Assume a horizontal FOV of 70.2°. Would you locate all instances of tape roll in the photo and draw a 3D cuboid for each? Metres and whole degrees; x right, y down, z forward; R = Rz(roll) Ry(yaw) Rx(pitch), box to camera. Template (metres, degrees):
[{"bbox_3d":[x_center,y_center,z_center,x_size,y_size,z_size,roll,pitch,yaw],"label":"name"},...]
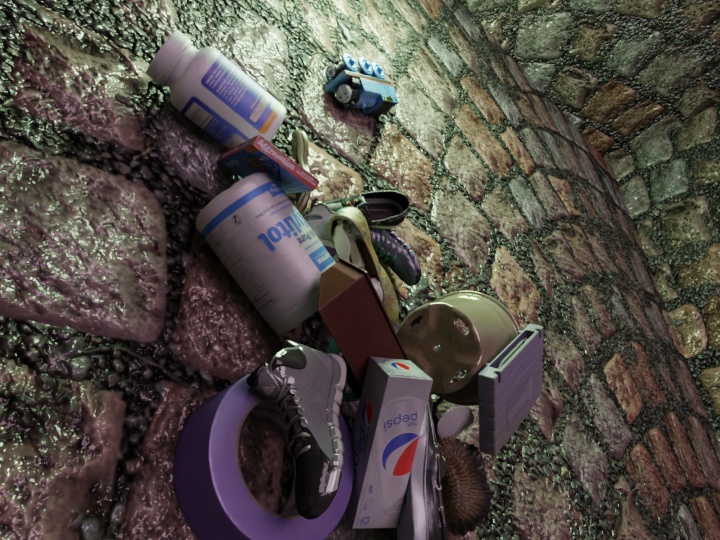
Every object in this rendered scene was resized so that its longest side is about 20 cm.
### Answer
[{"bbox_3d":[-0.108,0.225,0.606,0.199,0.085,0.201,27,46,-32],"label":"tape roll"}]

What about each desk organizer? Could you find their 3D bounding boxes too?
[{"bbox_3d":[-0.001,0.090,0.681,0.077,0.072,0.201,-36,122,-17],"label":"desk organizer"}]

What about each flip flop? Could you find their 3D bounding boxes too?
[{"bbox_3d":[-0.118,-0.165,0.889,0.057,0.081,0.201,4,60,-18],"label":"flip flop"}]

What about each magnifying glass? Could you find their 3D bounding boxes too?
[{"bbox_3d":[-0.026,0.097,0.783,0.022,0.079,0.201,87,-4,-74],"label":"magnifying glass"}]

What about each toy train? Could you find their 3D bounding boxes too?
[{"bbox_3d":[0.002,-0.430,1.199,0.200,0.086,0.115,-13,80,-51],"label":"toy train"}]

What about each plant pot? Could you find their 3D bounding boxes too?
[{"bbox_3d":[0.148,0.123,0.825,0.183,0.200,0.201,18,49,-63],"label":"plant pot"}]

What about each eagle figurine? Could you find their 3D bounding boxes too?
[{"bbox_3d":[0.108,0.296,0.753,0.151,0.151,0.201,58,21,-65],"label":"eagle figurine"}]

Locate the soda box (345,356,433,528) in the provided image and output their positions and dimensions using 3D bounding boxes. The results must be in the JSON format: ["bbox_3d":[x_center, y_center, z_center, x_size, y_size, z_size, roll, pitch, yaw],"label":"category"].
[{"bbox_3d":[0.029,0.216,0.646,0.063,0.068,0.201,10,97,-21],"label":"soda box"}]

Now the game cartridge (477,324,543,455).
[{"bbox_3d":[0.232,0.177,0.784,0.200,0.038,0.130,-24,119,-49],"label":"game cartridge"}]

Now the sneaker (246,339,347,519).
[{"bbox_3d":[-0.080,0.161,0.566,0.115,0.075,0.201,31,34,-23],"label":"sneaker"}]

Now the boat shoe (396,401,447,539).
[{"bbox_3d":[0.080,0.260,0.662,0.056,0.069,0.201,10,67,-18],"label":"boat shoe"}]

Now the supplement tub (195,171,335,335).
[{"bbox_3d":[-0.125,-0.025,0.728,0.200,0.132,0.132,53,37,-4],"label":"supplement tub"}]

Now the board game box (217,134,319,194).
[{"bbox_3d":[-0.143,-0.150,0.763,0.103,0.200,0.020,34,79,-27],"label":"board game box"}]

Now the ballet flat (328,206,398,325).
[{"bbox_3d":[0.000,0.000,0.787,0.071,0.070,0.201,-21,92,-52],"label":"ballet flat"}]

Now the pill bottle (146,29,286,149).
[{"bbox_3d":[-0.227,-0.277,0.812,0.200,0.112,0.112,37,42,-25],"label":"pill bottle"}]

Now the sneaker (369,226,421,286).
[{"bbox_3d":[0.032,-0.045,0.982,0.087,0.074,0.200,-26,76,-36],"label":"sneaker"}]

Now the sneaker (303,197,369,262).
[{"bbox_3d":[-0.013,-0.048,0.861,0.200,0.078,0.140,33,81,-30],"label":"sneaker"}]

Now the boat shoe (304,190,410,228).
[{"bbox_3d":[-0.006,-0.108,0.924,0.200,0.063,0.074,-7,67,-21],"label":"boat shoe"}]
